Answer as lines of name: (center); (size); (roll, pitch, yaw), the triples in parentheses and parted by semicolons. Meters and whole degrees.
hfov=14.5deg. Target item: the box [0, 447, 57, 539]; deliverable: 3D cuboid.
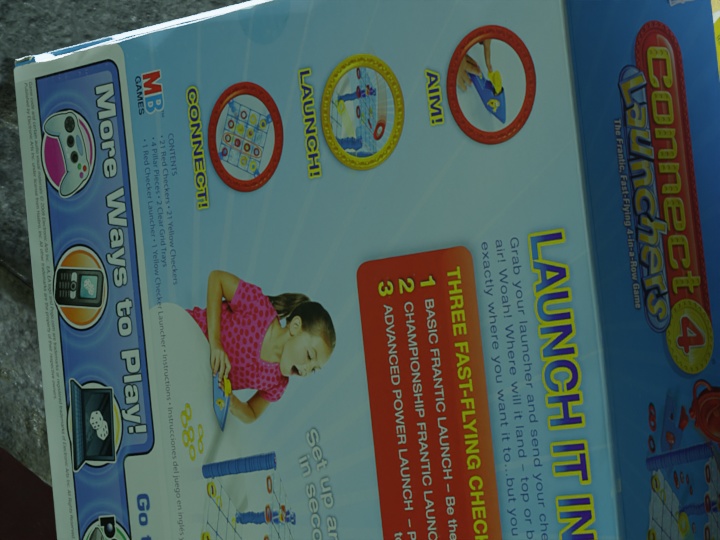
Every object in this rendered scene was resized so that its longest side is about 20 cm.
box: (-0.112, 0.196, 0.922); (0.166, 0.200, 0.164); (-49, 5, 19)

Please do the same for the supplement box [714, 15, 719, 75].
supplement box: (0.119, -0.003, 0.770); (0.200, 0.110, 0.109); (-51, 5, 11)

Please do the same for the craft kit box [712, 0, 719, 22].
craft kit box: (0.118, -0.144, 0.895); (0.197, 0.049, 0.200); (-30, 55, 25)

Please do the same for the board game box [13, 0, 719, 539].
board game box: (0.003, 0.030, 0.705); (0.196, 0.200, 0.056); (-8, -4, 44)
